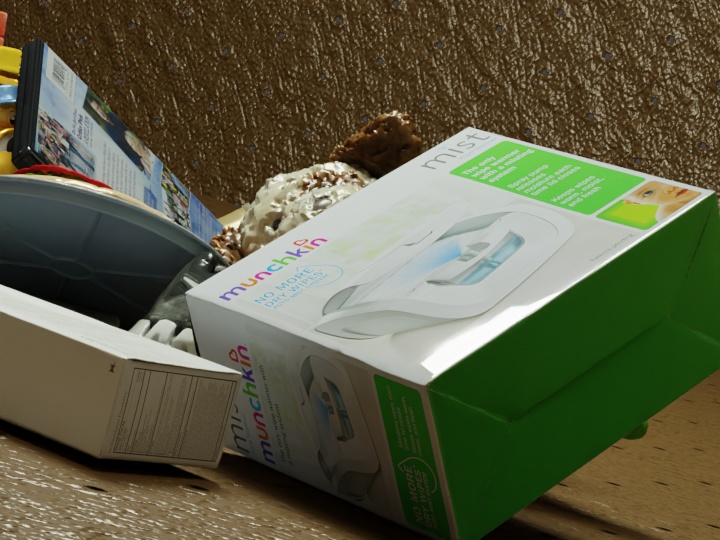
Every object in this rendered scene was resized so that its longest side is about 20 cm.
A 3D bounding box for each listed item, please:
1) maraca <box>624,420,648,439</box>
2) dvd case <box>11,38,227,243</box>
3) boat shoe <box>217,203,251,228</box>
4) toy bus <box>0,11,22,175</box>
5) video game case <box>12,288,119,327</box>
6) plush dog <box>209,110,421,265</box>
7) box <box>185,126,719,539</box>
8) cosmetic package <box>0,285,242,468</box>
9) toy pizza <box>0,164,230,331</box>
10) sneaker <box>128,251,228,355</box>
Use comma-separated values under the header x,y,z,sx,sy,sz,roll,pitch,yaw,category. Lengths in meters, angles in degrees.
x,y,z,sx,sy,sz,roll,pitch,yaw,category
0.075,0.044,1.439,0.199,0.138,0.107,-5,25,28,maraca
-0.143,-0.042,1.636,0.200,0.018,0.143,47,20,-27,dvd case
-0.107,-0.021,2.223,0.199,0.077,0.072,14,4,-20,boat shoe
-0.256,-0.093,1.688,0.199,0.193,0.135,7,-5,45,toy bus
-0.225,0.023,1.462,0.181,0.023,0.200,15,4,-5,video game case
0.000,0.000,1.610,0.172,0.200,0.161,45,-17,31,plush dog
0.051,0.027,1.266,0.200,0.097,0.176,-31,33,-31,box
-0.158,0.041,1.219,0.199,0.051,0.082,18,2,38,cosmetic package
-0.164,-0.014,1.523,0.199,0.032,0.200,11,-23,5,toy pizza
-0.038,0.036,1.404,0.199,0.091,0.066,17,-20,37,sneaker
